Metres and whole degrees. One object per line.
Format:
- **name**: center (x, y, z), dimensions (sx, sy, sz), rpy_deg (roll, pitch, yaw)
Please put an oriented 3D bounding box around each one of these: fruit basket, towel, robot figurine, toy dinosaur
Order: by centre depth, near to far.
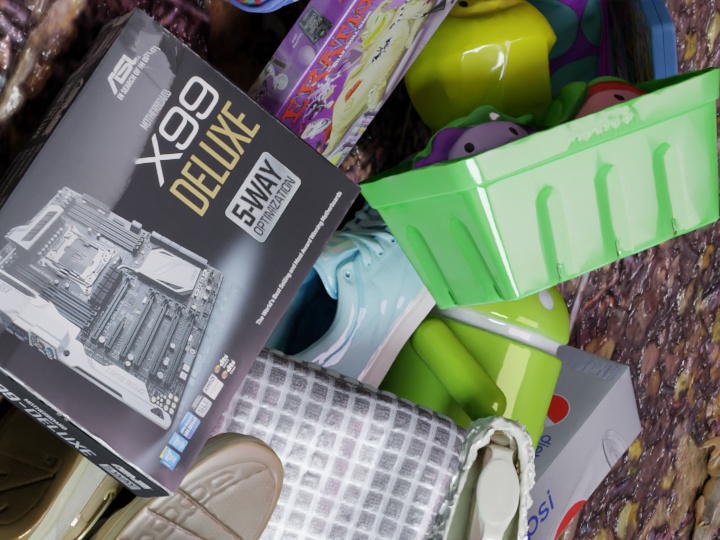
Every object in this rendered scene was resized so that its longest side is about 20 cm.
- **towel**: center (-0.047, 0.152, 1.393), dimensions (0.086, 0.165, 0.201), rpy_deg (-157, -93, -80)
- **fruit basket**: center (0.097, -0.096, 1.461), dimensions (0.215, 0.155, 0.217), rpy_deg (2, 85, -29)
- **robot figurine**: center (0.064, 0.074, 1.560), dimensions (0.175, 0.115, 0.201), rpy_deg (30, 77, -72)
- **toy dinosaur**: center (0.310, 0.163, 2.026), dimensions (0.200, 0.060, 0.106), rpy_deg (-58, 168, -12)

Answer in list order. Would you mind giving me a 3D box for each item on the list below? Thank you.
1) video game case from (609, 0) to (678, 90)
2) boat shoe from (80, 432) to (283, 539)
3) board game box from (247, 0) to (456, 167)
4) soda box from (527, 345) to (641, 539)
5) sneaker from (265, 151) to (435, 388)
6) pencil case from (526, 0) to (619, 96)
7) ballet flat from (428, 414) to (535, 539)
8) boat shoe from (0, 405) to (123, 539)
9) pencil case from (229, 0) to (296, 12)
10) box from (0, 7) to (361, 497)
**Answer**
- **video game case**: center (0.185, -0.145, 1.612), dimensions (0.200, 0.018, 0.144), rpy_deg (-99, 180, -56)
- **boat shoe**: center (-0.122, 0.155, 1.313), dimensions (0.072, 0.065, 0.200), rpy_deg (34, 105, -30)
- **board game box**: center (-0.004, -0.125, 1.368), dimensions (0.200, 0.032, 0.120), rpy_deg (-54, 156, 18)
- **soda box**: center (0.119, 0.145, 1.717), dimensions (0.200, 0.063, 0.068), rpy_deg (-47, 139, -34)
- **sneaker**: center (0.000, 0.000, 1.477), dimensions (0.082, 0.074, 0.201), rpy_deg (51, 57, -46)
- **pencil case**: center (0.132, -0.145, 1.585), dimensions (0.085, 0.092, 0.201), rpy_deg (-49, 141, -41)
- **ballet flat**: center (0.063, 0.175, 1.414), dimensions (0.072, 0.071, 0.201), rpy_deg (40, 55, -54)
- **boat shoe**: center (-0.143, 0.077, 1.313), dimensions (0.200, 0.074, 0.067), rpy_deg (-52, 152, -23)
- **pencil case**: center (-0.006, -0.208, 1.371), dimensions (0.200, 0.078, 0.087), rpy_deg (-28, 84, -47)
- **box**: center (-0.114, -0.009, 1.259), dimensions (0.158, 0.050, 0.200), rpy_deg (39, 68, -18)
